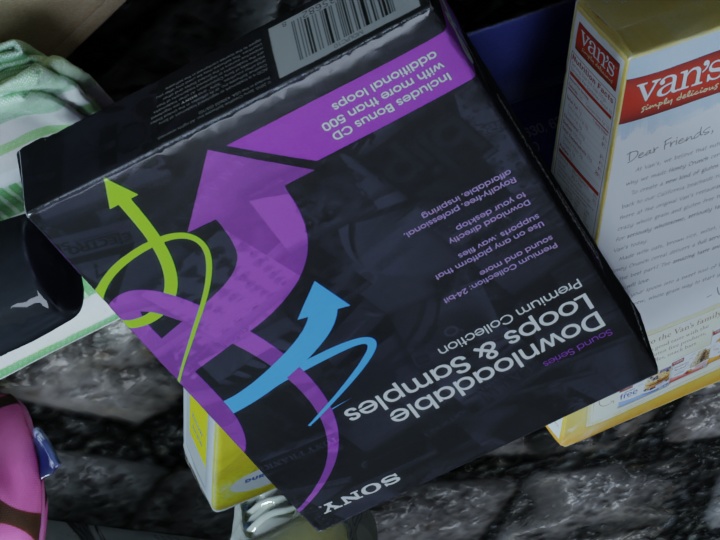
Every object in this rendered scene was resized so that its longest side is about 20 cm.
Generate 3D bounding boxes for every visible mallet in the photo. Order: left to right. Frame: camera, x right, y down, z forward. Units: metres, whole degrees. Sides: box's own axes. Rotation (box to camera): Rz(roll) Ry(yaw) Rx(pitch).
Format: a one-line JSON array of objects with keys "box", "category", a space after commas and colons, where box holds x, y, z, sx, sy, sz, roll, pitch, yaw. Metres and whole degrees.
[{"box": [-0.167, -0.011, 0.637, 0.066, 0.041, 0.200, -27, 152, 24], "category": "mallet"}]

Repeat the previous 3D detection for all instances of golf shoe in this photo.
[{"box": [-0.036, 0.114, 0.894, 0.078, 0.098, 0.200, -21, 172, 4], "category": "golf shoe"}]

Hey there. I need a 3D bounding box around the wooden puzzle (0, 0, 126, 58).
[{"box": [-0.176, -0.083, 0.638, 0.199, 0.037, 0.184, -34, 145, 31], "category": "wooden puzzle"}]

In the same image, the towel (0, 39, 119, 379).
[{"box": [-0.131, -0.009, 0.737, 0.152, 0.024, 0.200, -25, 159, 10], "category": "towel"}]

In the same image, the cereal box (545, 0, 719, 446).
[{"box": [0.135, -0.033, 0.787, 0.143, 0.040, 0.201, -19, 140, -21], "category": "cereal box"}]

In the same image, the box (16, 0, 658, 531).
[{"box": [0.000, 0.000, 0.706, 0.142, 0.036, 0.200, -26, 136, 12], "category": "box"}]

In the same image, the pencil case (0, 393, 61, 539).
[{"box": [-0.220, 0.095, 0.822, 0.198, 0.094, 0.091, -3, 143, -21], "category": "pencil case"}]

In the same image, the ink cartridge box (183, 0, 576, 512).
[{"box": [0.027, -0.006, 0.806, 0.196, 0.047, 0.201, -20, 151, -17], "category": "ink cartridge box"}]

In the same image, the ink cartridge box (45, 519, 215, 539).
[{"box": [-0.146, 0.194, 0.964, 0.199, 0.085, 0.147, 12, 108, -41], "category": "ink cartridge box"}]
